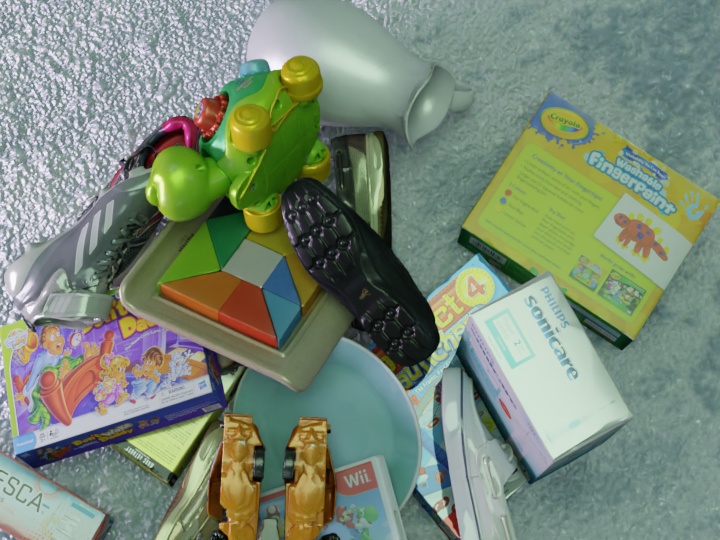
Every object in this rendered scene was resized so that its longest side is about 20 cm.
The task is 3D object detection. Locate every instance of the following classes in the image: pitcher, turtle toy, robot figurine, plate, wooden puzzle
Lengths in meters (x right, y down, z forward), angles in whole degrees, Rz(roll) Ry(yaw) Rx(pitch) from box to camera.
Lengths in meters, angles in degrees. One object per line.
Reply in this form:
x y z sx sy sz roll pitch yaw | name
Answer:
0.003 -0.195 1.735 0.199 0.171 0.122 24 106 23 | pitcher
-0.110 -0.114 1.620 0.101 0.146 0.200 27 55 26 | turtle toy
-0.081 0.234 1.614 0.144 0.058 0.202 3 92 -3 | robot figurine
-0.030 0.154 1.662 0.198 0.026 0.202 6 104 24 | plate
-0.096 0.000 1.637 0.199 0.037 0.186 26 55 12 | wooden puzzle

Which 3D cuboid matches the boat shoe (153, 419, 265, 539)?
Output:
-0.153 0.243 1.655 0.065 0.072 0.201 26 80 -1 | boat shoe

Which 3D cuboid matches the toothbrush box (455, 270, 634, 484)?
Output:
0.160 0.100 1.569 0.085 0.200 0.147 -28 80 -7 | toothbrush box

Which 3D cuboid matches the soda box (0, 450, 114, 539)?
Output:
-0.333 0.210 1.660 0.199 0.068 0.064 30 78 5 | soda box

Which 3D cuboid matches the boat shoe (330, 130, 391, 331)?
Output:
-0.004 -0.037 1.724 0.065 0.072 0.203 0 78 10 | boat shoe

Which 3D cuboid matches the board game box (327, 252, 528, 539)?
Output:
0.103 0.123 1.694 0.200 0.056 0.196 -40 82 -9 | board game box

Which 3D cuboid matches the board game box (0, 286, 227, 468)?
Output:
-0.235 0.091 1.662 0.198 0.045 0.135 -18 63 8 | board game box

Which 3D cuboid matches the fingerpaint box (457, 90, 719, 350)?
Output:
0.221 -0.048 1.725 0.199 0.073 0.168 33 80 5 | fingerpaint box

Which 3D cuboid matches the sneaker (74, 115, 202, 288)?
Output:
-0.225 -0.070 1.720 0.080 0.075 0.201 32 80 6 | sneaker

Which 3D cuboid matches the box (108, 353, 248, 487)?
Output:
-0.157 0.104 1.696 0.075 0.050 0.201 31 80 6 | box

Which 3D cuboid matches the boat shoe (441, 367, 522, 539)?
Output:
0.115 0.186 1.612 0.065 0.072 0.202 -9 80 4 | boat shoe

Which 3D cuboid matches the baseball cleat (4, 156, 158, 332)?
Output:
-0.237 -0.014 1.651 0.199 0.070 0.107 -35 70 12 | baseball cleat

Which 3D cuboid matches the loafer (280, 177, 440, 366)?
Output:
0.000 0.000 1.610 0.068 0.070 0.201 -39 89 18 | loafer

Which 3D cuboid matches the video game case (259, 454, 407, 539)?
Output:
-0.014 0.287 1.636 0.142 0.017 0.202 -21 79 27 | video game case
